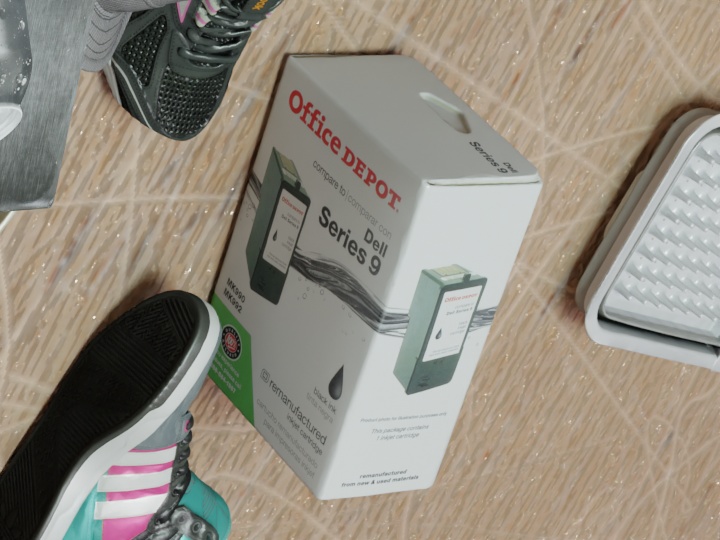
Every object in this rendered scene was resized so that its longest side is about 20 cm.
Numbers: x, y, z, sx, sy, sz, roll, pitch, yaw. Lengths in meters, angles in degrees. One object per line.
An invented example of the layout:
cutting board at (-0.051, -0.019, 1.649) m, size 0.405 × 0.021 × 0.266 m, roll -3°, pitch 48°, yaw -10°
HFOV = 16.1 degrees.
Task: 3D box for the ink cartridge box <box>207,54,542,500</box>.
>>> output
ink cartridge box at (0.000, 0.000, 1.380) m, size 0.084 × 0.146 × 0.200 m, roll -3°, pitch 123°, yaw -37°

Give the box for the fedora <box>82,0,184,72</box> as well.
fedora at (-0.078, -0.188, 1.130) m, size 0.177 × 0.090 × 0.200 m, roll 29°, pitch 61°, yaw -80°

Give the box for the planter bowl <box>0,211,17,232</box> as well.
planter bowl at (-0.246, -0.093, 1.101) m, size 0.200 × 0.135 × 0.200 m, roll -25°, pitch 130°, yaw -33°

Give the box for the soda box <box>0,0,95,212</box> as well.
soda box at (-0.149, -0.125, 1.027) m, size 0.071 × 0.063 × 0.200 m, roll -6°, pitch 117°, yaw -43°

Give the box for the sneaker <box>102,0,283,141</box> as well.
sneaker at (-0.069, -0.147, 1.249) m, size 0.080 × 0.086 × 0.200 m, roll -7°, pitch 127°, yaw -34°

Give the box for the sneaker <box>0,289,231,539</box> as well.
sneaker at (-0.112, 0.106, 1.416) m, size 0.121 × 0.084 × 0.200 m, roll 23°, pitch 114°, yaw -42°

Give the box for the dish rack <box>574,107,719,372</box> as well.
dish rack at (0.229, -0.023, 1.629) m, size 0.200 × 0.044 × 0.172 m, roll 13°, pitch 114°, yaw -45°
